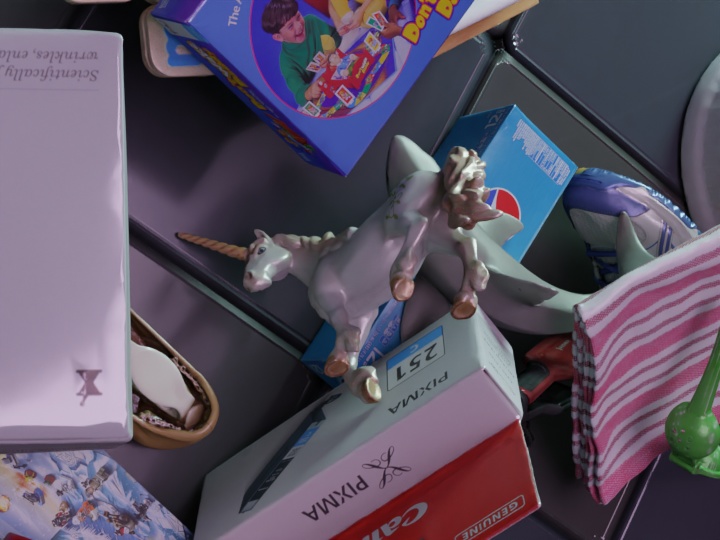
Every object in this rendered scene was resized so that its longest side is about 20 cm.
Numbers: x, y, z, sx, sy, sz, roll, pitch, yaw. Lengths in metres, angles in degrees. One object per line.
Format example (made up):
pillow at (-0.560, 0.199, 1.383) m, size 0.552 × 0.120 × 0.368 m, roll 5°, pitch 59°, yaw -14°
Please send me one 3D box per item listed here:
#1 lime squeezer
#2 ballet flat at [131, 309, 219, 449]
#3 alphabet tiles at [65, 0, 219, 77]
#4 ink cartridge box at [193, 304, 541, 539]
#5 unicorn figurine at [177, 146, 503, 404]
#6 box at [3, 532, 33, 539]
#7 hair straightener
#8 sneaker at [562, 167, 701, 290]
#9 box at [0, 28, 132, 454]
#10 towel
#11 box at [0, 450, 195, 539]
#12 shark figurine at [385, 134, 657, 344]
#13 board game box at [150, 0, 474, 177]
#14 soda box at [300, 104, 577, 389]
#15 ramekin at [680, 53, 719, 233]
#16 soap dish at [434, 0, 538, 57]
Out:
lime squeezer at (0.221, 0.100, 1.112) m, size 0.071 × 0.038 × 0.200 m, roll -62°, pitch 153°, yaw -28°
ballet flat at (-0.153, 0.027, 0.970) m, size 0.200 × 0.063 × 0.069 m, roll 41°, pitch 71°, yaw -21°
alphabet tiles at (-0.083, -0.207, 0.957) m, size 0.195 × 0.015 × 0.201 m, roll -7°, pitch 92°, yaw -31°
ink cartridge box at (-0.002, 0.118, 0.941) m, size 0.200 × 0.176 × 0.045 m, roll -35°, pitch 110°, yaw 13°
unicorn figurine at (0.000, 0.000, 0.975) m, size 0.074 × 0.199 × 0.138 m, roll 47°, pitch 23°, yaw -38°
box at (-0.181, 0.252, 0.887) m, size 0.095 × 0.100 × 0.201 m, roll 27°, pitch 96°, yaw -19°
hair straightener at (0.106, 0.094, 1.067) m, size 0.041 × 0.200 × 0.077 m, roll 18°, pitch 106°, yaw 11°
sneaker at (0.193, 0.019, 1.157) m, size 0.200 × 0.075 × 0.088 m, roll 46°, pitch 70°, yaw -24°
box at (-0.215, -0.009, 0.861) m, size 0.198 × 0.131 × 0.201 m, roll 0°, pitch 83°, yaw -11°
towel at (0.198, 0.055, 1.083) m, size 0.146 × 0.030 × 0.201 m, roll -29°, pitch 143°, yaw -15°
box at (-0.185, 0.156, 0.960) m, size 0.200 × 0.040 × 0.137 m, roll 47°, pitch 67°, yaw -20°
shark figurine at (0.109, 0.006, 1.029) m, size 0.213 × 0.089 × 0.129 m, roll 15°, pitch 82°, yaw -25°
board game box at (-0.002, -0.173, 0.950) m, size 0.134 × 0.045 × 0.200 m, roll 43°, pitch 79°, yaw -34°
soda box at (0.051, -0.005, 1.084) m, size 0.064 × 0.068 × 0.200 m, roll 42°, pitch 69°, yaw -21°
ramekin at (0.334, -0.078, 1.231) m, size 0.199 × 0.098 × 0.202 m, roll 2°, pitch 87°, yaw -29°
soap dish at (0.000, -0.197, 1.057) m, size 0.199 × 0.081 × 0.158 m, roll -29°, pitch 102°, yaw -28°
